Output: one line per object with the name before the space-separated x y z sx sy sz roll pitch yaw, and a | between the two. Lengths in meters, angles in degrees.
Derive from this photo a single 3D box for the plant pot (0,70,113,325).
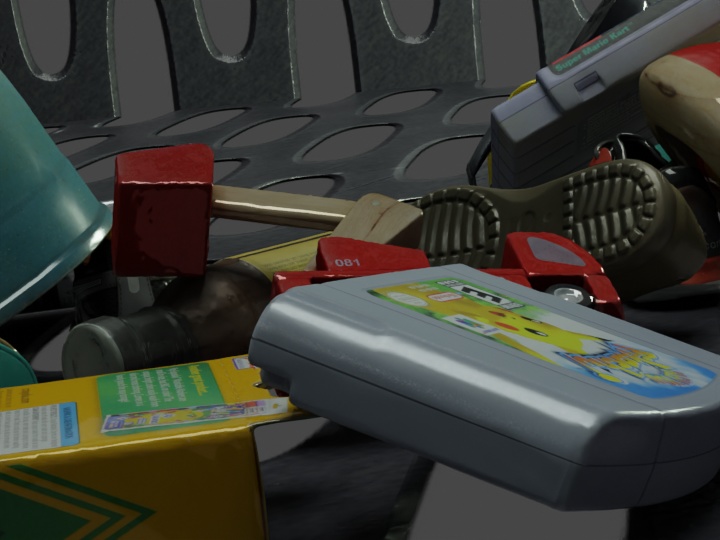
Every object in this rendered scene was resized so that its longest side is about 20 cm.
plant pot | -0.245 -0.053 1.051 0.200 0.188 0.200 -28 14 7

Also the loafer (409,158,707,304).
loafer | 0.084 -0.001 1.109 0.067 0.076 0.200 30 -24 -35

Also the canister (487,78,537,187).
canister | 0.161 -0.081 1.536 0.148 0.087 0.200 -3 10 9

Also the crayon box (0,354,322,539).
crayon box | -0.106 0.073 0.785 0.199 0.052 0.126 -8 9 -7

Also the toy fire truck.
toy fire truck | 0.000 0.000 0.971 0.199 0.049 0.141 -1 31 -14

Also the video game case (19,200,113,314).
video game case | -0.180 -0.004 1.270 0.181 0.023 0.200 -8 -10 -7

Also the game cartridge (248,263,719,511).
game cartridge | 0.059 0.037 0.780 0.133 0.041 0.200 24 11 18

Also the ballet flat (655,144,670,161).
ballet flat | 0.196 -0.090 1.387 0.200 0.069 0.063 -47 -19 -3

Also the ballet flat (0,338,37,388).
ballet flat | -0.213 0.064 0.888 0.063 0.069 0.200 -18 -2 39

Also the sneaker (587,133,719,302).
sneaker | 0.148 -0.035 1.230 0.077 0.082 0.200 -9 9 -16

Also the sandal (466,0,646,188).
sandal | 0.104 -0.094 1.403 0.043 0.201 0.076 33 -12 -7

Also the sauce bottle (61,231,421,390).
sauce bottle | -0.050 0.024 1.038 0.065 0.065 0.200 1 11 42

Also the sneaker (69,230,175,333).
sneaker | -0.109 0.009 1.145 0.078 0.078 0.200 -9 7 -9

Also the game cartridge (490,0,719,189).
game cartridge | 0.161 -0.106 1.276 0.200 0.038 0.130 -30 -24 -8

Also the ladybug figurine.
ladybug figurine | 0.210 -0.062 1.165 0.072 0.136 0.200 -41 23 2
